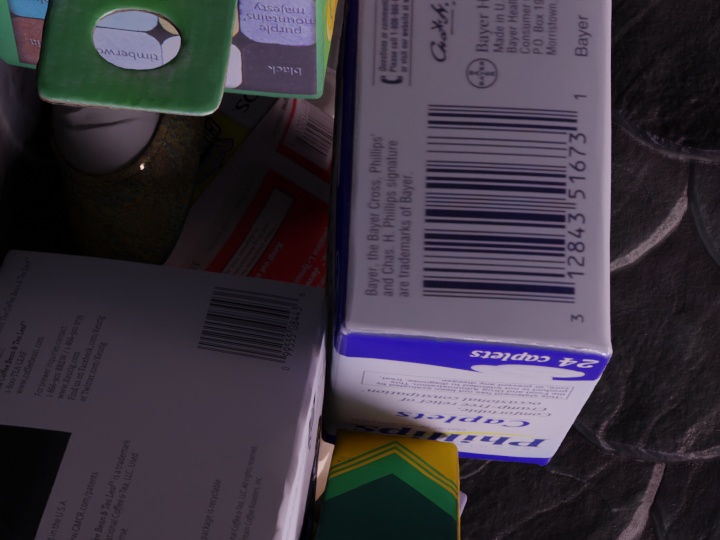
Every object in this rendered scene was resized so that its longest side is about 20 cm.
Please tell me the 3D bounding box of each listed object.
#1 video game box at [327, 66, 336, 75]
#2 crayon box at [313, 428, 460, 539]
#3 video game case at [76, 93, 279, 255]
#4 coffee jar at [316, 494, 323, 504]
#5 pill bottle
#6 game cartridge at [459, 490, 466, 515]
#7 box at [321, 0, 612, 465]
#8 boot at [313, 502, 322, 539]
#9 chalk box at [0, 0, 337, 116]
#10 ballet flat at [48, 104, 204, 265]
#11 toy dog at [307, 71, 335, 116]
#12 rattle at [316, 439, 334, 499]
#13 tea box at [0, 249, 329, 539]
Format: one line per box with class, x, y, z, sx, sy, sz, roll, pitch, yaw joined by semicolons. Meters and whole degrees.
video game box;-0.021;-0.024;1.298;0.047;0.200;0.183;-19;129;-37
crayon box;0.001;0.182;0.866;0.173;0.058;0.201;-82;178;-79
video game case;-0.060;-0.099;1.016;0.181;0.025;0.200;-49;-163;33
coffee jar;-0.053;0.159;1.235;0.200;0.085;0.105;-44;140;-28
pill bottle;0.000;0.000;1.070;0.112;0.199;0.112;-54;-166;20
game cartridge;0.005;0.224;1.196;0.200;0.038;0.130;-64;171;-46
box;0.040;-0.031;0.911;0.200;0.104;0.185;97;-4;-73
boot;-0.054;0.173;1.066;0.066;0.175;0.200;58;-5;5
chalk box;-0.064;-0.144;0.766;0.124;0.124;0.201;92;5;-57
ballet flat;-0.097;-0.097;0.908;0.071;0.070;0.201;85;14;-74
toy dog;-0.069;-0.026;1.222;0.096;0.132;0.201;-31;137;-33
rattle;-0.061;0.035;1.116;0.200;0.130;0.143;-46;119;-27
tea box;-0.090;0.131;0.817;0.200;0.133;0.198;-79;176;-58
